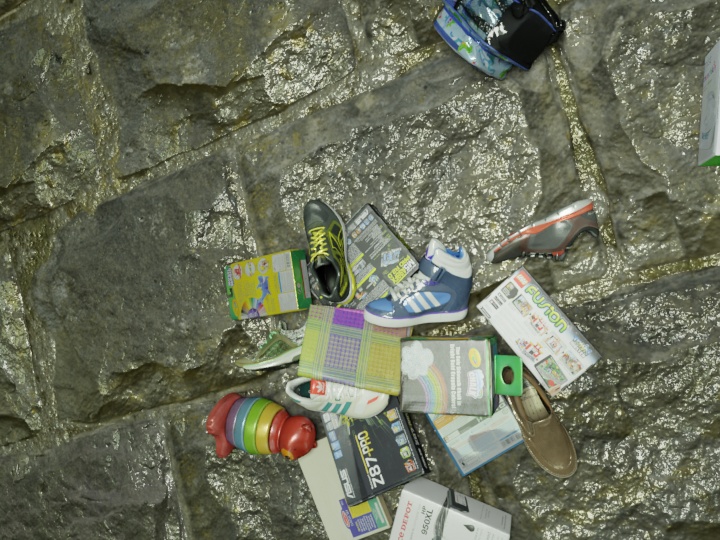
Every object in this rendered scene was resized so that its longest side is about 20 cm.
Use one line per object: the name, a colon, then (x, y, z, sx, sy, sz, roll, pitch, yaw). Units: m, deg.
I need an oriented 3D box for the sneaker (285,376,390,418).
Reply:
sneaker: (-0.046, 0.223, 0.984, 0.195, 0.093, 0.072, -2, 70, 25)

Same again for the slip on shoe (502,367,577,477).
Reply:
slip on shoe: (0.307, 0.258, 0.930, 0.075, 0.061, 0.204, -23, 80, -2)

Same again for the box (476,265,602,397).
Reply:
box: (0.307, 0.104, 0.950, 0.110, 0.035, 0.201, -41, 78, 14)

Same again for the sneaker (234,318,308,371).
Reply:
sneaker: (-0.163, 0.149, 1.095, 0.195, 0.077, 0.091, -15, 73, 12)

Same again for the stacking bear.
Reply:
stacking bear: (-0.181, 0.313, 1.070, 0.195, 0.115, 0.124, 7, 129, 19)

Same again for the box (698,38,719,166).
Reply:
box: (0.627, -0.252, 0.810, 0.195, 0.096, 0.182, 3, 91, 18)

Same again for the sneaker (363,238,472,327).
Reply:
sneaker: (0.101, 0.014, 0.963, 0.194, 0.081, 0.150, -3, 109, -3)

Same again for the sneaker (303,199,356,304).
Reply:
sneaker: (-0.061, -0.037, 0.997, 0.073, 0.084, 0.204, -21, 84, 17)

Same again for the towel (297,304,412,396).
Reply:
towel: (-0.007, 0.141, 0.981, 0.195, 0.023, 0.147, 9, 62, 0)

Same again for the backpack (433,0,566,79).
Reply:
backpack: (0.207, -0.429, 0.904, 0.147, 0.181, 0.202, -44, 67, 34)

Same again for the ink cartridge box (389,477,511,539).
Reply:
ink cartridge box: (0.154, 0.481, 0.977, 0.196, 0.084, 0.148, 16, 95, 18)

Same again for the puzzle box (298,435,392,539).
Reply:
puzzle box: (-0.034, 0.423, 1.069, 0.131, 0.025, 0.204, -25, 83, 15)

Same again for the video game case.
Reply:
video game case: (0.191, 0.250, 0.998, 0.142, 0.018, 0.202, -35, 80, 16)

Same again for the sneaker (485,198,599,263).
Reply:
sneaker: (0.312, -0.046, 0.929, 0.197, 0.077, 0.083, -26, 89, 17)

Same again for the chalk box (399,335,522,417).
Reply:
chalk box: (0.175, 0.175, 0.928, 0.195, 0.123, 0.128, -1, 85, 20)

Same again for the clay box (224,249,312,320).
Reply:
clay box: (-0.188, 0.032, 1.086, 0.197, 0.047, 0.118, -10, 87, 37)

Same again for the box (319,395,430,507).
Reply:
box: (0.020, 0.303, 1.007, 0.159, 0.049, 0.204, -28, 64, 16)

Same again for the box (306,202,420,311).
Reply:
box: (0.000, 0.000, 1.045, 0.200, 0.044, 0.161, -45, 78, 14)
